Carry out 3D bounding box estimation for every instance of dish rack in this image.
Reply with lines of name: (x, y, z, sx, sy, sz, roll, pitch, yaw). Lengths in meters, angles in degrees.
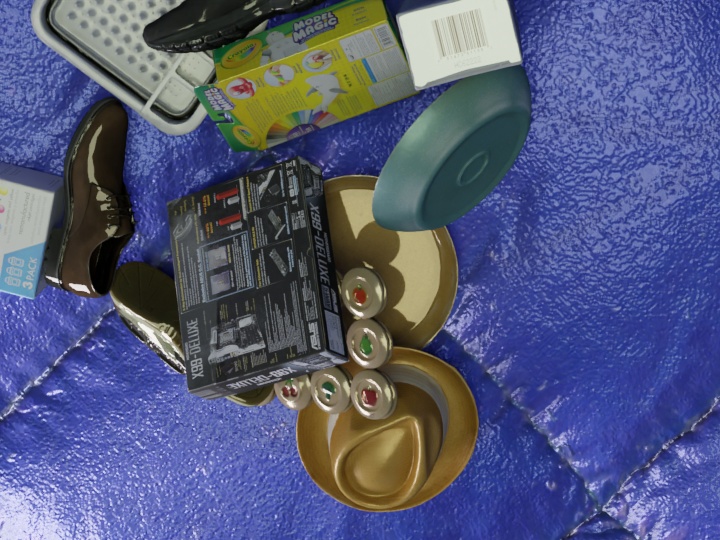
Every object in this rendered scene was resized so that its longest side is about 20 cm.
dish rack: (-0.202, -0.251, 1.646, 0.199, 0.044, 0.172, 36, 106, -5)

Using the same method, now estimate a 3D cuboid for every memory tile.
memory tile: (-0.052, 0.067, 1.670, 0.198, 0.017, 0.155, 3, 103, 36)

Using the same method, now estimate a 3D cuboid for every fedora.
fedora: (0.026, 0.175, 1.704, 0.198, 0.082, 0.203, 1, 116, 2)

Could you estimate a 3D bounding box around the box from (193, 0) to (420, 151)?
box: (-0.053, -0.185, 1.618, 0.198, 0.049, 0.118, -20, 144, 8)

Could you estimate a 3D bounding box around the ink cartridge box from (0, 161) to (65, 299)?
ink cartridge box: (-0.405, -0.056, 1.703, 0.198, 0.068, 0.116, 14, 106, 1)

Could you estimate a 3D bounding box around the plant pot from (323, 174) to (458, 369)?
plant pot: (0.000, 0.000, 1.704, 0.198, 0.028, 0.202, 1, 105, 4)

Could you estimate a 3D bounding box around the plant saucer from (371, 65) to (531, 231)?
plant saucer: (0.096, -0.105, 1.580, 0.036, 0.199, 0.200, 45, 106, 23)

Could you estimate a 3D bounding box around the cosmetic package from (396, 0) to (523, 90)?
cosmetic package: (0.093, -0.224, 1.544, 0.100, 0.200, 0.072, -13, 104, 9)

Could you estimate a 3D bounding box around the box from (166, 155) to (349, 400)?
box: (-0.102, 0.009, 1.636, 0.156, 0.050, 0.202, -18, 70, 24)

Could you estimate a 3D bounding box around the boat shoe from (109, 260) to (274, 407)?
boat shoe: (-0.171, 0.069, 1.710, 0.200, 0.066, 0.072, 37, 66, 7)

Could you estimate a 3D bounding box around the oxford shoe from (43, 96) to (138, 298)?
oxford shoe: (-0.250, -0.069, 1.670, 0.084, 0.072, 0.202, 19, 106, 30)

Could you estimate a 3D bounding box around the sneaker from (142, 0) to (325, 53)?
sneaker: (-0.116, -0.266, 1.583, 0.198, 0.076, 0.092, -23, 91, 3)
